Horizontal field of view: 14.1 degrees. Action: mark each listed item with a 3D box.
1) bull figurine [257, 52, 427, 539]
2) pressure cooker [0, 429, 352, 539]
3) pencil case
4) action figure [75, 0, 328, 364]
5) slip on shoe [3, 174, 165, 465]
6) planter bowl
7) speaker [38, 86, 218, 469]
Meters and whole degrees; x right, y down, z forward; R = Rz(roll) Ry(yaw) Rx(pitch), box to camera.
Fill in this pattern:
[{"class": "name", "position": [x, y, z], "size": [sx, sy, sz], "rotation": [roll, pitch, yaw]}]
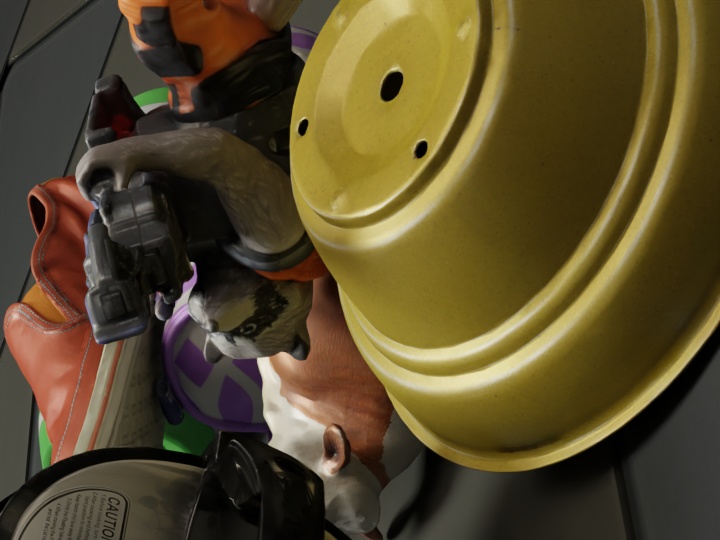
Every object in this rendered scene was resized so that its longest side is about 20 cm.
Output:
[{"class": "bull figurine", "position": [0.000, 0.000, 1.040], "size": [0.121, 0.065, 0.200], "rotation": [33, 92, 32]}, {"class": "pressure cooker", "position": [-0.066, 0.152, 0.906], "size": [0.176, 0.178, 0.200], "rotation": [54, 128, 25]}, {"class": "pencil case", "position": [-0.036, -0.017, 1.191], "size": [0.084, 0.086, 0.200], "rotation": [-19, 37, 17]}, {"class": "action figure", "position": [-0.044, -0.051, 0.951], "size": [0.200, 0.104, 0.194], "rotation": [-96, 0, -63]}, {"class": "slip on shoe", "position": [-0.109, 0.034, 1.140], "size": [0.200, 0.061, 0.074], "rotation": [-92, -3, -45]}, {"class": "planter bowl", "position": [0.036, -0.045, 0.903], "size": [0.200, 0.083, 0.201], "rotation": [-32, 47, 42]}, {"class": "speaker", "position": [-0.090, 0.013, 1.299], "size": [0.088, 0.088, 0.200], "rotation": [-50, 24, 43]}]
